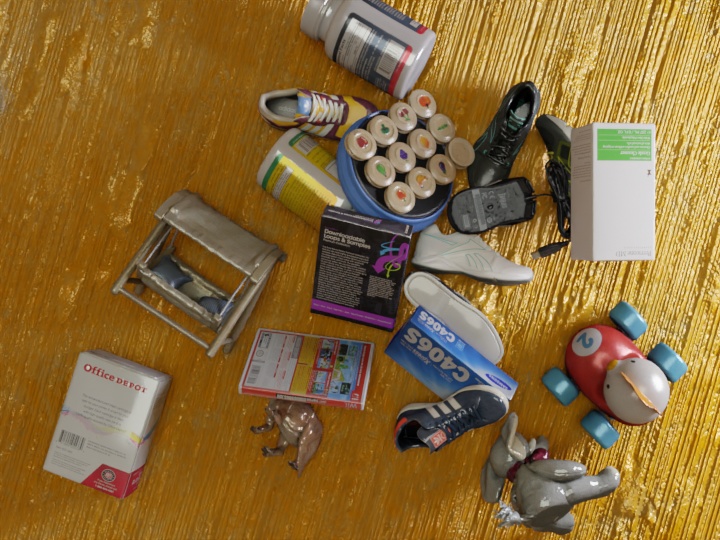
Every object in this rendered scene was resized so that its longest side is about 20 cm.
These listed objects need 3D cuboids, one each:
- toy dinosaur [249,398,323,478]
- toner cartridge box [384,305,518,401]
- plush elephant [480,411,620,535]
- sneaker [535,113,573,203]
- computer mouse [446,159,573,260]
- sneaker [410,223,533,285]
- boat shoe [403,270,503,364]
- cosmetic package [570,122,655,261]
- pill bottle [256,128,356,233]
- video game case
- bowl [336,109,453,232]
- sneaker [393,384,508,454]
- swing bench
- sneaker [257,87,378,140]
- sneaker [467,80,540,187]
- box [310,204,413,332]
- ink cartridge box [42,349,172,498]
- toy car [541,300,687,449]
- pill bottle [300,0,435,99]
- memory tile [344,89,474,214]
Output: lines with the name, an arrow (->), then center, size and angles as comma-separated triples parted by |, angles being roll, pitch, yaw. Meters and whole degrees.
toy dinosaur -> -0.102, 0.236, 1.472 | 0.085, 0.135, 0.203 | -7, 114, 46
toner cartridge box -> 0.142, 0.154, 1.436 | 0.199, 0.043, 0.095 | 38, 134, 1
plush elephant -> 0.265, 0.314, 1.412 | 0.197, 0.166, 0.156 | 0, 48, -26
sneaker -> 0.328, -0.154, 1.442 | 0.084, 0.074, 0.202 | -33, 87, 4
computer mouse -> 0.243, -0.081, 1.435 | 0.197, 0.046, 0.143 | -18, 94, 9
sneaker -> 0.183, -0.025, 1.454 | 0.197, 0.070, 0.082 | 13, 81, 4
boat shoe -> 0.148, 0.074, 1.459 | 0.199, 0.060, 0.074 | 38, 99, -3
cosmetic package -> 0.380, -0.116, 1.370 | 0.105, 0.085, 0.204 | -2, 91, -11
pill bottle -> -0.059, -0.125, 1.454 | 0.199, 0.113, 0.113 | 37, 92, 4
video game case -> -0.083, 0.154, 1.445 | 0.196, 0.144, 0.018 | 7, 127, 5
bowl -> 0.058, -0.160, 1.429 | 0.197, 0.039, 0.204 | 9, 67, -23
sneaker -> 0.137, 0.241, 1.408 | 0.198, 0.085, 0.076 | -23, 108, 32
swing bench -> -0.255, 0.001, 1.459 | 0.197, 0.130, 0.202 | 31, 91, 5
sneaker -> -0.068, -0.254, 1.468 | 0.196, 0.090, 0.077 | 2, 89, 5
sneaker -> 0.226, -0.213, 1.450 | 0.074, 0.079, 0.203 | 24, 93, 3
box -> 0.000, 0.000, 1.427 | 0.140, 0.036, 0.202 | 14, 131, 5
ink cartridge box -> -0.411, 0.247, 1.489 | 0.143, 0.083, 0.203 | 19, 90, 5
toy car -> 0.396, 0.163, 1.367 | 0.184, 0.200, 0.177 | -44, 86, 2
pill bottle -> 0.010, -0.373, 1.450 | 0.198, 0.120, 0.121 | 31, 91, 5
memory tile -> 0.081, -0.188, 1.417 | 0.199, 0.017, 0.154 | -37, 90, -32
